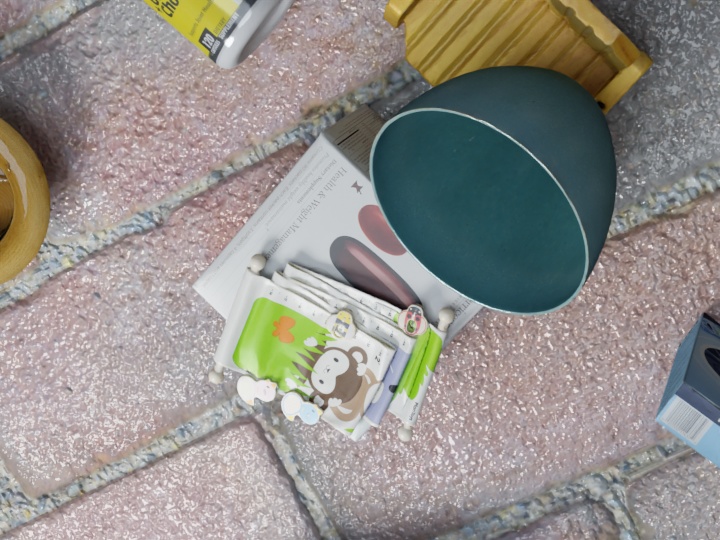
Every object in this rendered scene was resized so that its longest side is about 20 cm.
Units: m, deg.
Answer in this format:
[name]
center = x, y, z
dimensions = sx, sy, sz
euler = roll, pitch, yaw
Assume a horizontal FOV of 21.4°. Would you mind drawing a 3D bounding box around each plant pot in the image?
[plant pot]
center = 0.126, -0.084, 1.518
dimensions = 0.199, 0.135, 0.201
euler = 27, 143, 22

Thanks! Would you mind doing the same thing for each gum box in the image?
[gum box]
center = 0.334, 0.127, 1.590
dimensions = 0.169, 0.200, 0.045
euler = 36, 111, 3

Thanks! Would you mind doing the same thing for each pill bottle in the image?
[pill bottle]
center = -0.155, -0.278, 1.660
dimensions = 0.200, 0.112, 0.112
euler = 40, 112, 1

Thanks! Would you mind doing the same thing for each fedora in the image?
[fedora]
center = -0.379, -0.079, 1.796
dimensions = 0.198, 0.082, 0.203
euler = 3, 107, 9

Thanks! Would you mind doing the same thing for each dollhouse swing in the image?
[dollhouse swing]
center = 0.121, -0.186, 1.576
dimensions = 0.200, 0.176, 0.182
euler = 43, 112, -1

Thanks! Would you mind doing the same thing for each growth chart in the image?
[growth chart]
center = -0.028, 0.070, 1.616
dimensions = 0.198, 0.018, 0.146
euler = 18, 110, 12

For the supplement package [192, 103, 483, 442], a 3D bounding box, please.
[supplement package]
center = 0.000, 0.000, 1.677
dimensions = 0.200, 0.147, 0.191
euler = 42, 112, 2
